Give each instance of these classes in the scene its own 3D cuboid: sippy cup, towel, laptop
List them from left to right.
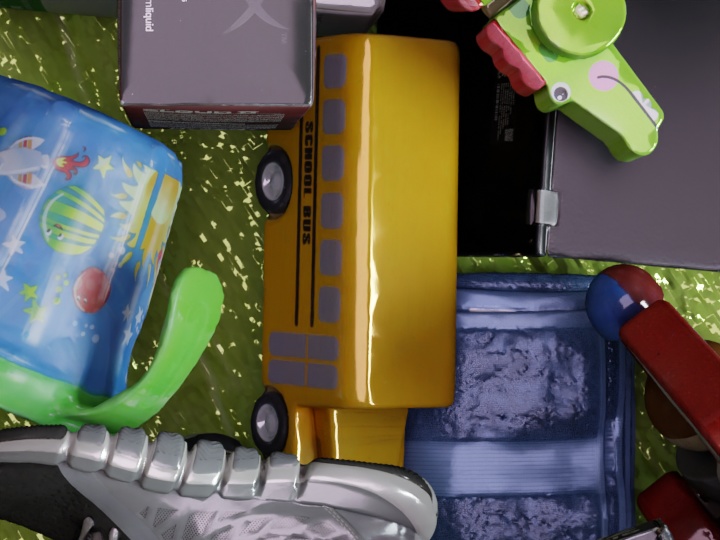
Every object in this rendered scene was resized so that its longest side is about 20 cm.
[{"bbox_3d":[-0.143,-0.009,1.054,0.177,0.140,0.131,24,87,-1],"label":"sippy cup"},{"bbox_3d":[0.070,0.102,1.107,0.111,0.049,0.201,1,87,-2],"label":"towel"},{"bbox_3d":[0.109,-0.094,1.091,0.116,0.200,0.188,8,85,-38],"label":"laptop"}]

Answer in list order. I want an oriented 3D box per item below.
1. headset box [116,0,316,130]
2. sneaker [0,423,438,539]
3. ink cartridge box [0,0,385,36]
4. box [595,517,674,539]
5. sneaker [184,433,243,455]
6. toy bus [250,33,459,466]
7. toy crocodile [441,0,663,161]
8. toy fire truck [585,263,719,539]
[{"bbox_3d":[-0.057,-0.133,0.954,0.075,0.200,0.149,0,91,-4],"label":"headset box"},{"bbox_3d":[-0.071,0.128,0.973,0.199,0.075,0.116,6,75,0],"label":"sneaker"},{"bbox_3d":[-0.084,-0.187,1.096,0.199,0.083,0.147,5,87,-3],"label":"ink cartridge box"},{"bbox_3d":[0.055,0.219,0.914,0.199,0.050,0.199,-19,88,3],"label":"box"},{"bbox_3d":[-0.087,0.170,1.065,0.074,0.106,0.201,9,86,-3],"label":"sneaker"},{"bbox_3d":[0.000,0.000,1.070,0.065,0.078,0.201,1,89,-36],"label":"toy bus"},{"bbox_3d":[0.054,-0.124,0.995,0.062,0.068,0.200,-37,97,-6],"label":"toy crocodile"},{"bbox_3d":[0.163,0.073,1.023,0.112,0.200,0.168,-36,116,4],"label":"toy fire truck"}]
